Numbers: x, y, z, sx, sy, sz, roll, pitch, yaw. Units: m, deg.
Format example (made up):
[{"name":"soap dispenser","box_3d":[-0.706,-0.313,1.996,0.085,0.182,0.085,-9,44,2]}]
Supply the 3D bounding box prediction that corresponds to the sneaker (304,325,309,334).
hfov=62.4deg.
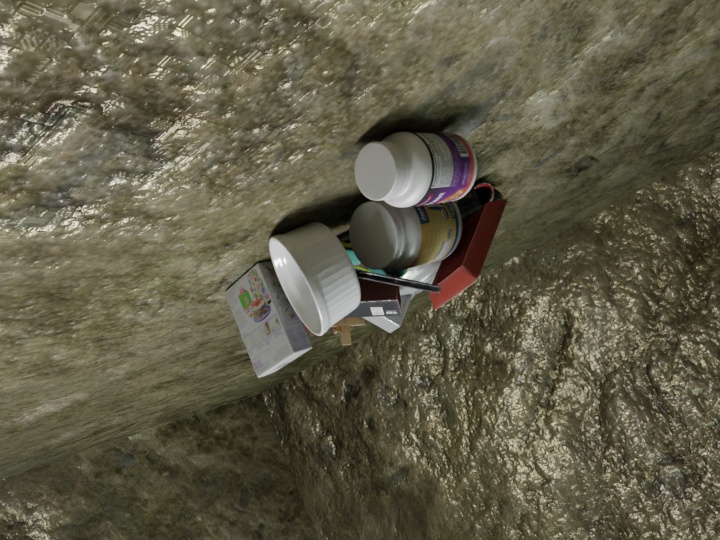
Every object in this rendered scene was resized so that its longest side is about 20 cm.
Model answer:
[{"name":"sneaker","box_3d":[-0.132,0.117,1.452,0.070,0.203,0.098,-25,127,26]}]

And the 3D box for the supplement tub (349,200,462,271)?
[{"name":"supplement tub","box_3d":[0.089,-0.079,1.150,0.198,0.147,0.144,-14,164,-45]}]

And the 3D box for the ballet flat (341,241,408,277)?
[{"name":"ballet flat","box_3d":[0.016,-0.032,1.282,0.196,0.068,0.067,9,-155,20]}]

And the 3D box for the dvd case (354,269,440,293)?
[{"name":"dvd case","box_3d":[0.046,0.016,1.135,0.146,0.016,0.200,11,180,-19]}]

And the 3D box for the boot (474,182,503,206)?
[{"name":"boot","box_3d":[0.250,-0.138,1.442,0.202,0.074,0.153,-36,168,14]}]

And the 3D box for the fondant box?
[{"name":"fondant box","box_3d":[-0.196,0.102,1.246,0.058,0.203,0.144,-13,164,-48]}]

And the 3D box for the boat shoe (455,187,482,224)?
[{"name":"boat shoe","box_3d":[0.166,-0.122,1.296,0.198,0.092,0.071,-29,168,21]}]

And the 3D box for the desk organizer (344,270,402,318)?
[{"name":"desk organizer","box_3d":[-0.009,0.053,1.307,0.196,0.078,0.072,-3,148,12]}]

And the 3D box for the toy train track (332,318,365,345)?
[{"name":"toy train track","box_3d":[-0.050,0.089,1.509,0.113,0.204,0.032,0,165,-26]}]

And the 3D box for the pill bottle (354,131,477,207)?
[{"name":"pill bottle","box_3d":[0.086,-0.157,0.922,0.198,0.113,0.111,-12,163,-46]}]

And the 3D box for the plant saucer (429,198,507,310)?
[{"name":"plant saucer","box_3d":[0.211,-0.037,1.220,0.202,0.036,0.200,-65,-173,-26]}]

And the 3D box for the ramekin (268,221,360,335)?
[{"name":"ramekin","box_3d":[-0.083,0.009,1.108,0.097,0.203,0.201,-27,170,-20]}]

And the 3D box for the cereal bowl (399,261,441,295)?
[{"name":"cereal bowl","box_3d":[0.136,-0.006,1.365,0.198,0.084,0.200,-34,168,-8]}]

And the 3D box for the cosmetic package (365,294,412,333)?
[{"name":"cosmetic package","box_3d":[0.021,0.059,1.483,0.103,0.198,0.071,-66,-170,-26]}]

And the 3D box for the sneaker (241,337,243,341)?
[{"name":"sneaker","box_3d":[-0.265,0.159,1.720,0.199,0.077,0.080,-29,180,39]}]
